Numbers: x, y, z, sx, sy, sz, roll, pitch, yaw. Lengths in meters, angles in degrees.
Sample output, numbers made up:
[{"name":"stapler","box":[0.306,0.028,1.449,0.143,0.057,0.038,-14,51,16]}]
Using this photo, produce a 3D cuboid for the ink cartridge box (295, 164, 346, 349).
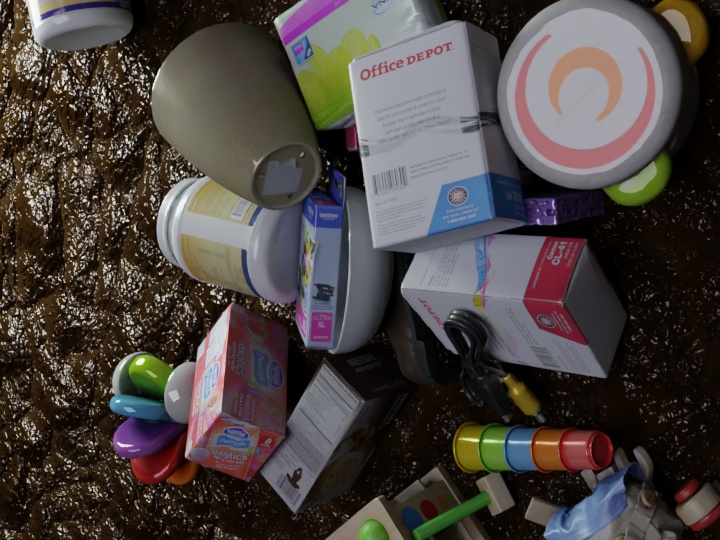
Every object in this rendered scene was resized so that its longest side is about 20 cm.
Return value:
[{"name":"ink cartridge box","box":[-0.049,-0.020,1.295,0.119,0.041,0.203,-127,43,-74]}]

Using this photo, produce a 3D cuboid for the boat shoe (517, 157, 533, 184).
[{"name":"boat shoe","box":[0.102,-0.154,1.205,0.198,0.072,0.069,17,106,12]}]

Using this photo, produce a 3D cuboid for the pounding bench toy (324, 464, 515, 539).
[{"name":"pounding bench toy","box":[0.073,0.314,1.276,0.200,0.155,0.125,-46,69,33]}]

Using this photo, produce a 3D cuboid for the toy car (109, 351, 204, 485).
[{"name":"toy car","box":[-0.279,0.218,1.521,0.173,0.150,0.202,8,134,40]}]

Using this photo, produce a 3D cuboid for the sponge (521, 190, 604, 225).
[{"name":"sponge","box":[0.151,-0.067,1.179,0.198,0.111,0.030,0,99,39]}]

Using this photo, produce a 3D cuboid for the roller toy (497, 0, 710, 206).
[{"name":"roller toy","box":[0.239,-0.177,1.074,0.180,0.139,0.203,16,103,25]}]

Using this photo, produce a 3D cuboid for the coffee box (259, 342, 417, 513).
[{"name":"coffee box","box":[-0.029,0.198,1.366,0.080,0.114,0.201,44,120,25]}]

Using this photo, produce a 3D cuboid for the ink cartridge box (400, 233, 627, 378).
[{"name":"ink cartridge box","box":[0.165,0.033,1.157,0.198,0.148,0.086,8,61,38]}]

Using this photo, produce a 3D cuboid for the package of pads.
[{"name":"package of pads","box":[0.007,-0.264,1.246,0.199,0.068,0.156,-27,82,36]}]

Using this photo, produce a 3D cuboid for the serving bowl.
[{"name":"serving bowl","box":[0.000,0.000,1.298,0.200,0.065,0.203,-177,90,-80]}]

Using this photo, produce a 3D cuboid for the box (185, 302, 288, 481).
[{"name":"box","box":[-0.157,0.155,1.408,0.103,0.094,0.201,-52,25,32]}]

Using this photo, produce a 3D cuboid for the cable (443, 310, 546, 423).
[{"name":"cable","box":[0.135,0.099,1.195,0.097,0.050,0.201,21,150,47]}]

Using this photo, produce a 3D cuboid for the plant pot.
[{"name":"plant pot","box":[-0.132,-0.166,1.309,0.200,0.186,0.189,52,126,40]}]

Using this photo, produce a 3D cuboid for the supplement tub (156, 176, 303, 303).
[{"name":"supplement tub","box":[-0.155,-0.046,1.407,0.198,0.144,0.147,14,106,36]}]

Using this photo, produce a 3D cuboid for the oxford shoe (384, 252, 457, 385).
[{"name":"oxford shoe","box":[0.056,0.038,1.300,0.084,0.072,0.203,-5,91,48]}]

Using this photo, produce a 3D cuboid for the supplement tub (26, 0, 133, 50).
[{"name":"supplement tub","box":[-0.413,-0.431,1.550,0.144,0.145,0.203,-11,90,39]}]

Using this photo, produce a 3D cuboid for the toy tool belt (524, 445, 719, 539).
[{"name":"toy tool belt","box":[0.269,0.249,1.132,0.123,0.124,0.200,50,124,11]}]

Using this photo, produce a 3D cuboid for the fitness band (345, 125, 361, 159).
[{"name":"fitness band","box":[0.045,-0.197,1.291,0.142,0.037,0.203,5,102,38]}]

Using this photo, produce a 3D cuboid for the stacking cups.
[{"name":"stacking cups","box":[0.192,0.195,1.202,0.199,0.060,0.061,-12,90,49]}]

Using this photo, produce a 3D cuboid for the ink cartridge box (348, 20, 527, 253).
[{"name":"ink cartridge box","box":[0.078,-0.132,1.112,0.145,0.085,0.203,-13,79,34]}]
